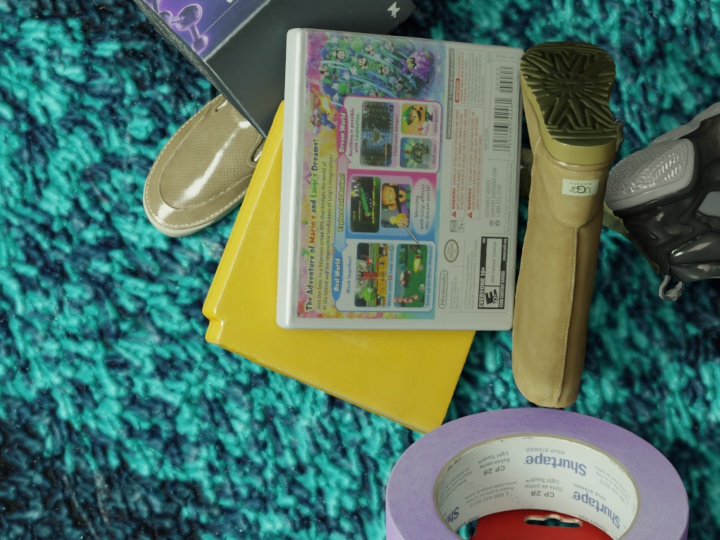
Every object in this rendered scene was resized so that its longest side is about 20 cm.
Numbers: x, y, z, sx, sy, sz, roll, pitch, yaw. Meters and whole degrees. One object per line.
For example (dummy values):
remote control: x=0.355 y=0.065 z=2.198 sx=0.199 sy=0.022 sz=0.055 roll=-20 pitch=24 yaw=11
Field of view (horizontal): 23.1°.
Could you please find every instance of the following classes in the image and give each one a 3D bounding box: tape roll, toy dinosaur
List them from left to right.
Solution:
tape roll: x=0.115 y=0.173 z=1.164 sx=0.197 sy=0.201 sz=0.066 roll=3 pitch=120 yaw=8
toy dinosaur: x=0.146 y=-0.081 z=1.284 sx=0.198 sy=0.047 sz=0.089 roll=26 pitch=97 yaw=11

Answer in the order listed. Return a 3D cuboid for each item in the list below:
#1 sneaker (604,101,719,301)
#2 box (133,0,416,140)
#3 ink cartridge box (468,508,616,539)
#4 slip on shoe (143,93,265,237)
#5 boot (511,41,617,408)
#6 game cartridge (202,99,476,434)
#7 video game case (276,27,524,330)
sneaker: x=0.269 y=-0.057 z=1.251 sx=0.199 sy=0.075 sz=0.115 roll=-29 pitch=101 yaw=-18
box: x=-0.080 y=-0.213 z=1.269 sx=0.148 sy=0.104 sz=0.200 roll=-44 pitch=48 yaw=-2
ink cartridge box: x=0.124 y=0.242 z=1.180 sx=0.115 sy=0.201 sz=0.068 roll=3 pitch=119 yaw=8
slip on shoe: x=-0.085 y=-0.106 z=1.310 sx=0.199 sy=0.061 sz=0.076 roll=-37 pitch=77 yaw=-1
boot: x=0.134 y=-0.037 z=1.222 sx=0.065 sy=0.176 sz=0.202 roll=5 pitch=123 yaw=3
game cartridge: x=0.000 y=0.000 z=1.239 sx=0.199 sy=0.032 sz=0.178 roll=25 pitch=81 yaw=-24
video game case: x=0.030 y=-0.060 z=1.221 sx=0.180 sy=0.024 sz=0.203 roll=1 pitch=93 yaw=-26
